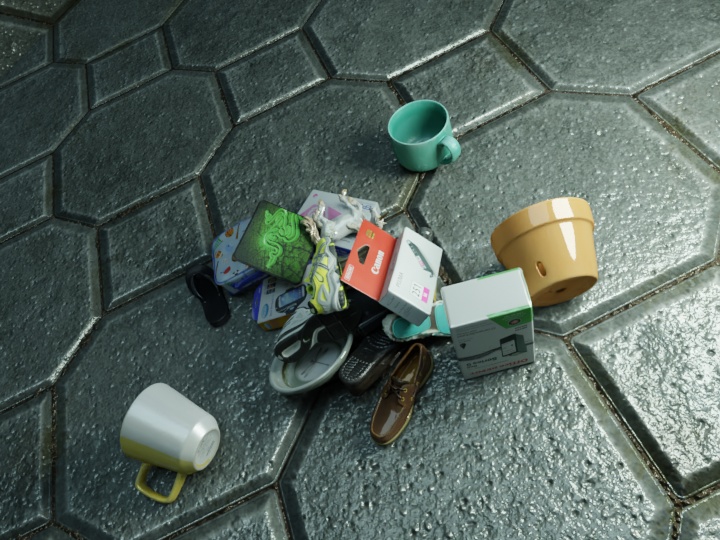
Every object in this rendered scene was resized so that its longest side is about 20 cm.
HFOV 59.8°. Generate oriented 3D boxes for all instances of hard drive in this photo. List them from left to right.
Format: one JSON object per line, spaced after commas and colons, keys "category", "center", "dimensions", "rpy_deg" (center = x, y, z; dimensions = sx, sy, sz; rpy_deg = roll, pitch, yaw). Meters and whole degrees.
{"category": "hard drive", "center": [0.025, 0.050, 1.295], "dimensions": [0.133, 0.043, 0.200], "rpy_deg": [-30, 29, -3]}

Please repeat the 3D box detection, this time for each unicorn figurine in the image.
{"category": "unicorn figurine", "center": [-0.029, -0.116, 1.416], "dimensions": [0.198, 0.074, 0.139], "rpy_deg": [-33, 61, 11]}

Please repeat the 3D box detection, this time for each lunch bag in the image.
{"category": "lunch bag", "center": [-0.258, -0.037, 1.465], "dimensions": [0.197, 0.076, 0.163], "rpy_deg": [-28, 53, 14]}

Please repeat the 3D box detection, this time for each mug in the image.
{"category": "mug", "center": [-0.358, 0.334, 1.223], "dimensions": [0.150, 0.191, 0.149], "rpy_deg": [17, 28, 20]}
{"category": "mug", "center": [0.152, -0.304, 1.505], "dimensions": [0.148, 0.115, 0.188], "rpy_deg": [-17, 51, 6]}

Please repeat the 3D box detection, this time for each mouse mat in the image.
{"category": "mouse mat", "center": [-0.181, -0.066, 1.395], "dimensions": [0.157, 0.008, 0.203], "rpy_deg": [22, 46, -5]}

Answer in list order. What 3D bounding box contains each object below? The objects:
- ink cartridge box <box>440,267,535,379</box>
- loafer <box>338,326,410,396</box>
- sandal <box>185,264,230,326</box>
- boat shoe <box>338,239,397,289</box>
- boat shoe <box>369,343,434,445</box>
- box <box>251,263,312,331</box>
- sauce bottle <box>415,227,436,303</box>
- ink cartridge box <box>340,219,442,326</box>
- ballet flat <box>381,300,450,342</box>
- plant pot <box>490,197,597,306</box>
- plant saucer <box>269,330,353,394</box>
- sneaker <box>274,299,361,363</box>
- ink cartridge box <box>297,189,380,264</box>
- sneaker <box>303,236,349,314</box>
{"category": "ink cartridge box", "center": [0.232, 0.100, 1.116], "dimensions": [0.142, 0.201, 0.086], "rpy_deg": [-15, 52, 8]}
{"category": "loafer", "center": [0.031, 0.169, 1.226], "dimensions": [0.072, 0.072, 0.199], "rpy_deg": [26, 50, 36]}
{"category": "sandal", "center": [-0.361, 0.046, 1.477], "dimensions": [0.075, 0.043, 0.200], "rpy_deg": [-36, 51, -9]}
{"category": "boat shoe", "center": [0.000, 0.000, 1.287], "dimensions": [0.196, 0.076, 0.073], "rpy_deg": [-22, 46, 4]}
{"category": "boat shoe", "center": [0.070, 0.224, 1.167], "dimensions": [0.071, 0.068, 0.202], "rpy_deg": [18, 62, 30]}
{"category": "box", "center": [-0.150, 0.057, 1.377], "dimensions": [0.196, 0.042, 0.121], "rpy_deg": [-18, 49, 24]}
{"category": "sauce bottle", "center": [0.129, -0.001, 1.318], "dimensions": [0.064, 0.067, 0.204], "rpy_deg": [-7, 52, 15]}
{"category": "ink cartridge box", "center": [0.065, -0.013, 1.194], "dimensions": [0.171, 0.044, 0.202], "rpy_deg": [31, 40, -9]}
{"category": "ballet flat", "center": [0.128, 0.094, 1.216], "dimensions": [0.195, 0.073, 0.073], "rpy_deg": [-3, 45, -23]}
{"category": "plant pot", "center": [0.358, -0.024, 1.182], "dimensions": [0.195, 0.200, 0.143], "rpy_deg": [-17, 67, 7]}
{"category": "plant saucer", "center": [-0.089, 0.178, 1.249], "dimensions": [0.197, 0.051, 0.202], "rpy_deg": [-28, 28, 16]}
{"category": "sneaker", "center": [-0.086, 0.091, 1.244], "dimensions": [0.198, 0.076, 0.116], "rpy_deg": [-30, 29, 16]}
{"category": "ink cartridge box", "center": [-0.077, -0.093, 1.479], "dimensions": [0.192, 0.044, 0.202], "rpy_deg": [14, 59, 28]}
{"category": "sneaker", "center": [-0.073, 0.004, 1.198], "dimensions": [0.074, 0.077, 0.202], "rpy_deg": [-16, 35, 2]}
